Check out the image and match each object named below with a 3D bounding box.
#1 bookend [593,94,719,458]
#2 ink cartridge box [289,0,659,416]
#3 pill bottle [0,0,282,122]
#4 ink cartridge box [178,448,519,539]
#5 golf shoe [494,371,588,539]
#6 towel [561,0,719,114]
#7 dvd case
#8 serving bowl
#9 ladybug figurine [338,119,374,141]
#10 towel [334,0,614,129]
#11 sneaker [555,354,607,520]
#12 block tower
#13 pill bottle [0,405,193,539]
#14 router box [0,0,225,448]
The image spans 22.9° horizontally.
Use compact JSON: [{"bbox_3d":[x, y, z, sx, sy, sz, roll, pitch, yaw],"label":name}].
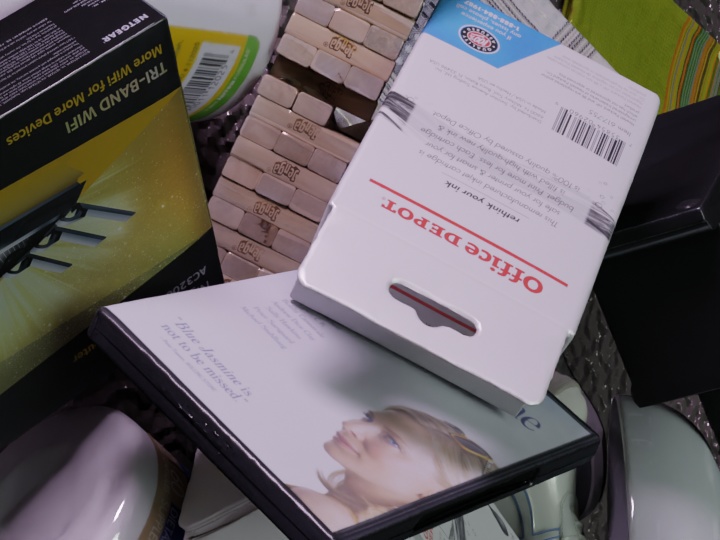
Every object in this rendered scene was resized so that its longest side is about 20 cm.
[{"bbox_3d":[0.193,0.030,0.942,0.201,0.092,0.199,65,29,-14],"label":"bookend"},{"bbox_3d":[0.047,-0.020,0.777,0.115,0.068,0.201,27,49,0],"label":"ink cartridge box"},{"bbox_3d":[-0.138,-0.124,0.762,0.199,0.111,0.112,-1,91,-49],"label":"pill bottle"},{"bbox_3d":[0.014,0.139,0.815,0.201,0.082,0.147,55,16,-19],"label":"ink cartridge box"},{"bbox_3d":[0.104,0.158,0.952,0.078,0.097,0.201,30,75,-62],"label":"golf shoe"},{"bbox_3d":[0.202,-0.152,1.221,0.200,0.018,0.087,30,67,-45],"label":"towel"},{"bbox_3d":[0.000,0.050,0.746,0.199,0.143,0.018,-11,135,-53],"label":"dvd case"},{"bbox_3d":[0.176,0.170,1.002,0.200,0.065,0.202,-1,90,-85],"label":"serving bowl"},{"bbox_3d":[0.000,0.000,0.893,0.136,0.199,0.072,60,5,-2],"label":"ladybug figurine"},{"bbox_3d":[0.072,-0.086,0.995,0.200,0.034,0.193,48,49,-11],"label":"towel"},{"bbox_3d":[0.077,0.081,1.030,0.121,0.083,0.201,-36,116,-43],"label":"sneaker"},{"bbox_3d":[-0.018,-0.080,0.822,0.058,0.054,0.201,-66,-179,-84],"label":"block tower"},{"bbox_3d":[-0.087,0.161,0.821,0.200,0.110,0.111,49,56,-37],"label":"pill bottle"},{"bbox_3d":[-0.155,-0.004,0.705,0.200,0.052,0.158,-36,143,-23],"label":"router box"}]
